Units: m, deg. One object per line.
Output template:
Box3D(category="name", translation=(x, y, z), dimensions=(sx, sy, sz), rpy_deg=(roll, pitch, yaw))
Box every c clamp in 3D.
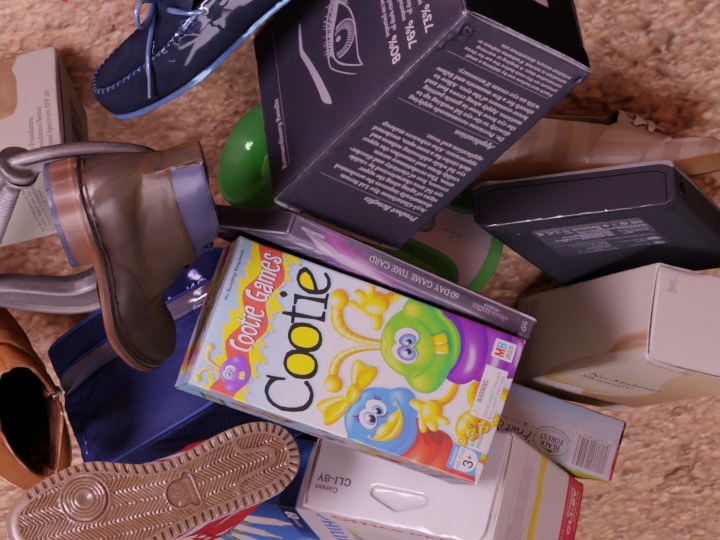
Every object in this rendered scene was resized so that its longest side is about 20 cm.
Box3D(category="c clamp", translation=(-0.208, -0.020, 1.644), dimensions=(0.171, 0.027, 0.200), rpy_deg=(10, 139, -24))

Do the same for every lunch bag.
Box3D(category="lunch bag", translation=(-0.125, 0.071, 1.873), dimensions=(0.200, 0.132, 0.136), rpy_deg=(-31, 154, 26))

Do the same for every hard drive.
Box3D(category="hard drive", translation=(0.175, -0.030, 1.805), dimensions=(0.139, 0.033, 0.200), rpy_deg=(-7, 165, 20))

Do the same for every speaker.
Box3D(category="speaker", translation=(0.002, -0.045, 1.792), dimensions=(0.200, 0.089, 0.088), rpy_deg=(24, 130, -34))

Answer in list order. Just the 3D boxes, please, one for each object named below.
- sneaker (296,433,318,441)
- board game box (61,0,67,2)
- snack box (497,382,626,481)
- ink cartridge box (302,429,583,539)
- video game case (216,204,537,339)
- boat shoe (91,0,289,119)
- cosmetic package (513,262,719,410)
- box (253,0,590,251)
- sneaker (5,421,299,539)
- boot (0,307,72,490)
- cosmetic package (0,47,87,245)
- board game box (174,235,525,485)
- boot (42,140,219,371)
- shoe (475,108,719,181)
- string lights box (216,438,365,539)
Box3D(category="sneaker", translation=(-0.024, 0.123, 2.018), dimensions=(0.200, 0.071, 0.076), rpy_deg=(26, 147, -29))
Box3D(category="board game box", translation=(-0.170, -0.254, 1.548), dimensions=(0.126, 0.035, 0.200), rpy_deg=(23, 131, -33))
Box3D(category="snack box", translation=(0.076, 0.105, 1.949), dimensions=(0.200, 0.053, 0.142), rpy_deg=(21, 169, -28))
Box3D(category="ink cartridge box", translation=(0.064, 0.162, 1.882), dimensions=(0.145, 0.084, 0.200), rpy_deg=(9, 168, 21))
Box3D(category="video game case", translation=(0.000, 0.000, 1.729), dimensions=(0.200, 0.019, 0.143), rpy_deg=(24, 172, -30))
Box3D(category="boat shoe", translation=(-0.099, -0.179, 1.633), dimensions=(0.200, 0.084, 0.069), rpy_deg=(-42, 125, 11))
Box3D(category="cosmetic package", translation=(0.200, 0.051, 1.881), dimensions=(0.105, 0.071, 0.200), rpy_deg=(13, 167, -22))
Box3D(category="box", translation=(0.034, -0.135, 1.642), dimensions=(0.104, 0.148, 0.200), rpy_deg=(22, 133, -32))
Box3D(category="sneaker", translation=(-0.144, 0.158, 1.760), dimensions=(0.200, 0.071, 0.112), rpy_deg=(-15, 171, -15))
Box3D(category="boot", translation=(-0.228, 0.102, 1.780), dimensions=(0.077, 0.155, 0.200), rpy_deg=(-26, 124, -17))
Box3D(category="cosmetic package", translation=(-0.279, -0.065, 1.690), dimensions=(0.200, 0.105, 0.071), rpy_deg=(-15, 140, 4))
Box3D(category="board game box", translation=(-0.008, 0.061, 1.723), dimensions=(0.200, 0.103, 0.105), rpy_deg=(20, 173, -7))
Box3D(category="boot", translation=(-0.121, -0.007, 1.614), dimensions=(0.097, 0.075, 0.200), rpy_deg=(-15, 145, 4))
Box3D(category="shoe", translation=(0.157, -0.088, 1.780), dimensions=(0.200, 0.053, 0.070), rpy_deg=(0, -177, -8))
Box3D(category="string lights box", translation=(-0.087, 0.165, 1.979), dimensions=(0.200, 0.059, 0.103), rpy_deg=(5, 154, 24))
